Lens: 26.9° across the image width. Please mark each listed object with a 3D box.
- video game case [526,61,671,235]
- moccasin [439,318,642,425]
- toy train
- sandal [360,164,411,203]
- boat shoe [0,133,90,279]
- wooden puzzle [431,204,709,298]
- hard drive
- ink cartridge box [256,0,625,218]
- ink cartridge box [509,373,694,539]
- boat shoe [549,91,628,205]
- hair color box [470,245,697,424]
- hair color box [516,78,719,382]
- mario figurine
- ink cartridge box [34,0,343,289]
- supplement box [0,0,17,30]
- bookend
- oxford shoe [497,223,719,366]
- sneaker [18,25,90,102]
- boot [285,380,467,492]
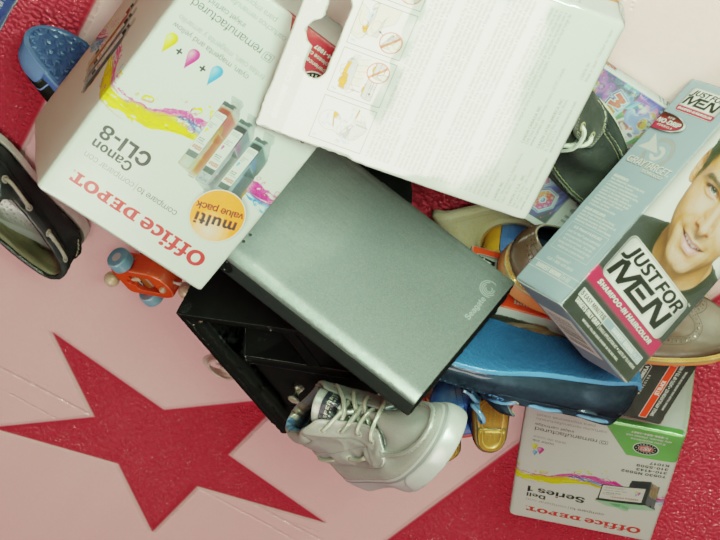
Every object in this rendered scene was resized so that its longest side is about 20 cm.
[{"bbox_3d":[0.121,-0.116,1.129,0.200,0.018,0.143,30,124,-17],"label":"video game case"},{"bbox_3d":[0.120,0.089,1.189,0.199,0.081,0.068,14,126,0],"label":"moccasin"},{"bbox_3d":[-0.141,0.033,1.421,0.150,0.056,0.200,5,148,38],"label":"toy train"},{"bbox_3d":[0.014,-0.033,1.256,0.075,0.045,0.200,-11,128,10],"label":"sandal"},{"bbox_3d":[-0.326,-0.069,1.348,0.076,0.060,0.200,-24,127,41],"label":"boat shoe"},{"bbox_3d":[0.179,0.005,1.267,0.199,0.046,0.185,-8,137,29],"label":"wooden puzzle"},{"bbox_3d":[0.000,0.000,1.150,0.200,0.140,0.033,38,148,8],"label":"hard drive"},{"bbox_3d":[0.051,-0.136,0.995,0.199,0.050,0.162,20,122,-8],"label":"ink cartridge box"},{"bbox_3d":[0.223,0.162,1.417,0.144,0.084,0.200,10,143,8],"label":"ink cartridge box"},{"bbox_3d":[0.138,-0.109,1.080,0.072,0.068,0.200,-25,124,19],"label":"boat shoe"},{"bbox_3d":[0.172,0.055,1.249,0.199,0.061,0.102,15,139,-2],"label":"hair color box"},{"bbox_3d":[0.218,-0.029,1.091,0.099,0.200,0.061,46,173,-34],"label":"hair color box"},{"bbox_3d":[0.081,0.103,1.346,0.123,0.106,0.200,22,-174,-3],"label":"mario figurine"},{"bbox_3d":[-0.117,-0.120,1.069,0.145,0.145,0.200,34,104,-24],"label":"ink cartridge box"},{"bbox_3d":[-0.381,-0.208,1.153,0.200,0.109,0.109,30,141,-18],"label":"supplement box"},{"bbox_3d":[-0.019,0.066,1.297,0.198,0.092,0.200,7,148,33],"label":"bookend"},{"bbox_3d":[0.208,0.019,1.166,0.199,0.071,0.073,19,153,-7],"label":"oxford shoe"},{"bbox_3d":[-0.205,-0.106,1.208,0.200,0.070,0.078,44,129,1],"label":"sneaker"},{"bbox_3d":[0.003,0.128,1.209,0.095,0.074,0.200,31,155,-14],"label":"boot"}]
